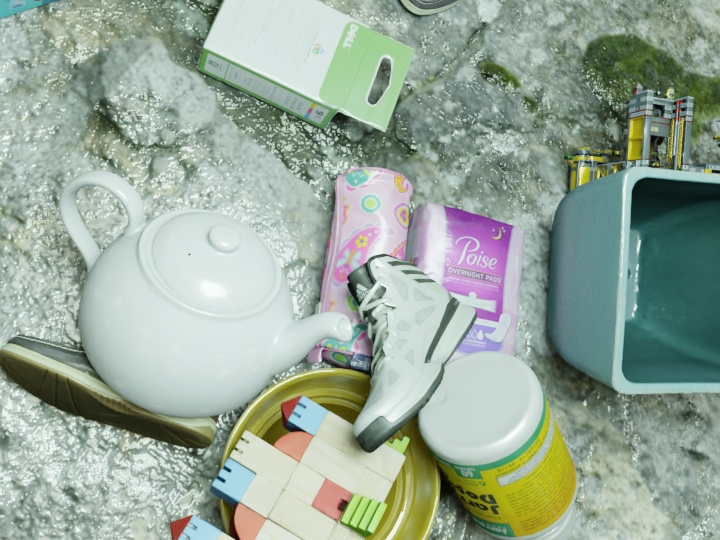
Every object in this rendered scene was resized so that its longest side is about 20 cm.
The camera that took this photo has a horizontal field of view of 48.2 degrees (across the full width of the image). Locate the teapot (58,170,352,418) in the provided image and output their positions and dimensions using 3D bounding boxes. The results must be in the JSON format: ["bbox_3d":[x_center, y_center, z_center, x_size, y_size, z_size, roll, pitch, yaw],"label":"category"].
[{"bbox_3d":[-0.140,0.015,0.685,0.200,0.146,0.198,-2,50,-32],"label":"teapot"}]

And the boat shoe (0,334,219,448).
[{"bbox_3d":[-0.220,0.099,0.722,0.200,0.073,0.065,24,52,-8],"label":"boat shoe"}]

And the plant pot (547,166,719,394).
[{"bbox_3d":[0.286,0.008,0.805,0.196,0.200,0.197,2,92,-16],"label":"plant pot"}]

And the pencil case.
[{"bbox_3d":[0.000,0.000,0.793,0.087,0.087,0.200,12,77,-13],"label":"pencil case"}]

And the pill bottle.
[{"bbox_3d":[0.135,0.177,0.741,0.113,0.113,0.200,-46,131,-20],"label":"pill bottle"}]

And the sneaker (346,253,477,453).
[{"bbox_3d":[0.017,0.060,0.689,0.115,0.076,0.201,41,39,0],"label":"sneaker"}]

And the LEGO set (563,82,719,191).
[{"bbox_3d":[0.333,-0.139,0.883,0.200,0.154,0.116,4,91,-11],"label":"LEGO set"}]

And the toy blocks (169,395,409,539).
[{"bbox_3d":[-0.060,0.186,0.651,0.137,0.100,0.200,31,61,2],"label":"toy blocks"}]

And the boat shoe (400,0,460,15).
[{"bbox_3d":[0.128,-0.361,0.917,0.200,0.065,0.072,-33,91,-19],"label":"boat shoe"}]

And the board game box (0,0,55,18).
[{"bbox_3d":[-0.318,-0.347,0.794,0.200,0.047,0.151,-26,87,-19],"label":"board game box"}]

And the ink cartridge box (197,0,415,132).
[{"bbox_3d":[-0.056,-0.219,0.837,0.200,0.059,0.104,23,73,-11],"label":"ink cartridge box"}]

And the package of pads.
[{"bbox_3d":[0.098,0.041,0.818,0.120,0.076,0.200,13,75,-16],"label":"package of pads"}]

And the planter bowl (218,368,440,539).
[{"bbox_3d":[-0.034,0.194,0.742,0.200,0.083,0.201,3,78,-14],"label":"planter bowl"}]
